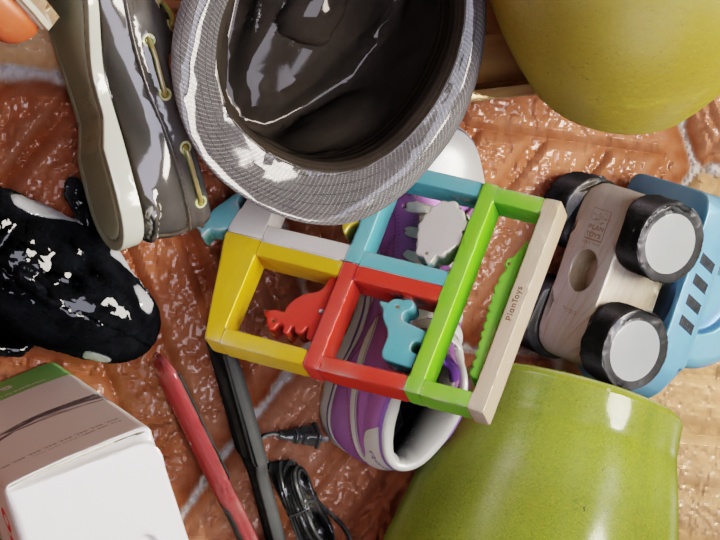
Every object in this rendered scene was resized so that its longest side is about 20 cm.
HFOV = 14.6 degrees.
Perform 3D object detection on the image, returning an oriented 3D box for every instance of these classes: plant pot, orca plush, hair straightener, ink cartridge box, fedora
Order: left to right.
[{"bbox_3d":[-0.182,-0.016,1.518,0.105,0.071,0.200,-39,108,-10],"label":"orca plush"},{"bbox_3d":[-0.152,0.144,1.484,0.084,0.200,0.146,-21,104,-16],"label":"ink cartridge box"},{"bbox_3d":[-0.046,0.120,1.603,0.077,0.041,0.201,-28,106,-14],"label":"hair straightener"},{"bbox_3d":[-0.025,-0.131,1.548,0.176,0.090,0.201,22,91,-21],"label":"fedora"},{"bbox_3d":[0.099,0.159,1.595,0.200,0.200,0.194,19,79,-21],"label":"plant pot"},{"bbox_3d":[0.150,-0.160,1.530,0.199,0.200,0.142,-10,137,-18],"label":"plant pot"}]

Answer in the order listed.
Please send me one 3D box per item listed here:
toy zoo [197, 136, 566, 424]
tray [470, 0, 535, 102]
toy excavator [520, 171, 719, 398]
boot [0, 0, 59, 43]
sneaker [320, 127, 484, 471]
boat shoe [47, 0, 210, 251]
[{"bbox_3d":[0.000,0.000,1.547,0.199,0.020,0.132,13,69,21],"label":"toy zoo"},{"bbox_3d":[0.129,-0.157,1.629,0.199,0.037,0.099,-8,100,-19],"label":"tray"},{"bbox_3d":[0.210,-0.008,1.660,0.200,0.100,0.195,18,91,-35],"label":"toy excavator"},{"bbox_3d":[-0.261,-0.157,1.475,0.200,0.075,0.107,29,91,-12],"label":"boot"},{"bbox_3d":[0.042,0.017,1.582,0.072,0.114,0.201,11,93,-19],"label":"sneaker"},{"bbox_3d":[-0.129,-0.115,1.522,0.060,0.072,0.202,-14,98,-23],"label":"boat shoe"}]
